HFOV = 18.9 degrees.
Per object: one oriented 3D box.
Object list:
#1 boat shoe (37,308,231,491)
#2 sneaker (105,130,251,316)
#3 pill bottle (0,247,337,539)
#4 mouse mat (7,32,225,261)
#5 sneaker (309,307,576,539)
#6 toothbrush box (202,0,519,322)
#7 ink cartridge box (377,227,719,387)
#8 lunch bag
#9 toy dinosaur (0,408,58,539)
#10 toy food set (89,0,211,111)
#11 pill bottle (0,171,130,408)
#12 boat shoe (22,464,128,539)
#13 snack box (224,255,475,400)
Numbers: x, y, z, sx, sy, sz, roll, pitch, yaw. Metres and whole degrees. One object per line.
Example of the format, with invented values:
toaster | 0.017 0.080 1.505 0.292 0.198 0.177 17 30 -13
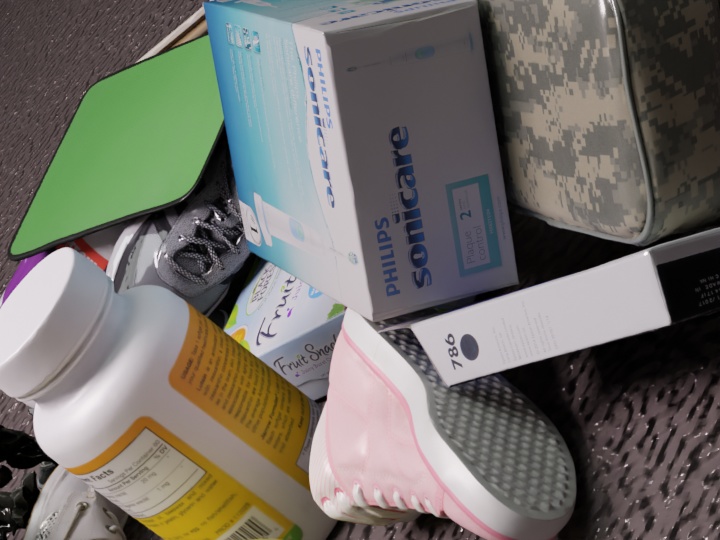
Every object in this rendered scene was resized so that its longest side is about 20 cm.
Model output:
boat shoe | -0.160 0.080 1.449 0.200 0.071 0.072 -43 24 24
sneaker | -0.083 -0.033 1.333 0.200 0.075 0.114 -56 17 -15
pill bottle | -0.106 0.078 1.182 0.111 0.200 0.111 -41 25 23
mouse mat | -0.144 -0.087 1.405 0.200 0.008 0.161 -15 44 43
sneaker | 0.035 0.100 1.064 0.200 0.075 0.105 51 127 53
toothbrush box | -0.004 -0.070 1.125 0.085 0.147 0.200 -14 14 -17
ink cartridge box | 0.106 0.017 1.019 0.099 0.039 0.200 -16 -1 -37
lunch bag | 0.151 -0.104 1.053 0.167 0.140 0.200 -15 13 -21
toy dinosaur | -0.255 0.127 1.416 0.135 0.200 0.103 0 65 18
toy food set | -0.091 -0.129 1.551 0.200 0.060 0.143 -39 -21 4
pill bottle | -0.173 0.001 1.489 0.200 0.112 0.113 -56 17 30
boat shoe | -0.173 0.181 1.342 0.069 0.071 0.200 1 38 24
snack box | 0.000 0.000 1.291 0.200 0.053 0.143 -27 31 47
